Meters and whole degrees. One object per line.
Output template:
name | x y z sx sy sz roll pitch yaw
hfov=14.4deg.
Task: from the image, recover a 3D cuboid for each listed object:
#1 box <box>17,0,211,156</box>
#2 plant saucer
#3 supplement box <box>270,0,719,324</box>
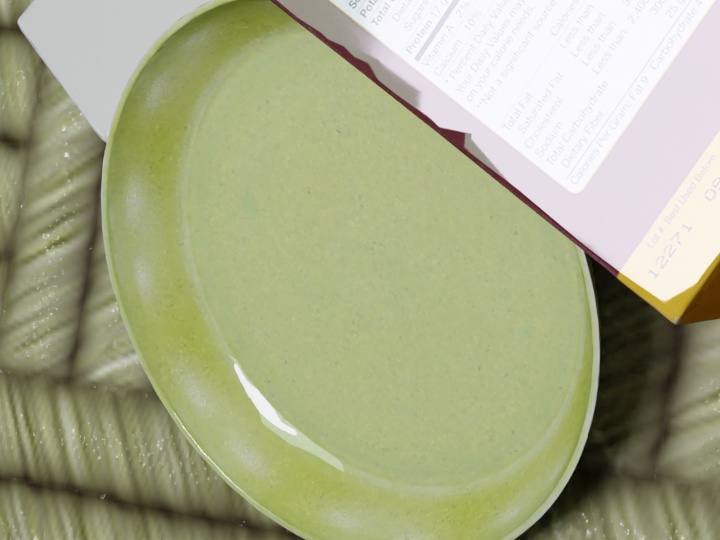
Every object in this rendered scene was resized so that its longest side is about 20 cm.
box | -0.022 -0.130 0.979 0.200 0.082 0.068 -48 60 17
plant saucer | 0.000 0.000 0.931 0.199 0.031 0.201 17 120 31
supplement box | 0.077 -0.101 0.811 0.200 0.197 0.133 40 105 16
